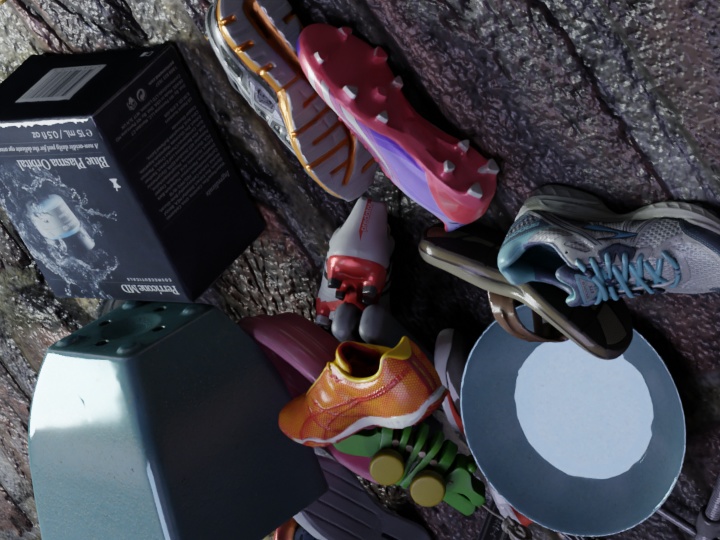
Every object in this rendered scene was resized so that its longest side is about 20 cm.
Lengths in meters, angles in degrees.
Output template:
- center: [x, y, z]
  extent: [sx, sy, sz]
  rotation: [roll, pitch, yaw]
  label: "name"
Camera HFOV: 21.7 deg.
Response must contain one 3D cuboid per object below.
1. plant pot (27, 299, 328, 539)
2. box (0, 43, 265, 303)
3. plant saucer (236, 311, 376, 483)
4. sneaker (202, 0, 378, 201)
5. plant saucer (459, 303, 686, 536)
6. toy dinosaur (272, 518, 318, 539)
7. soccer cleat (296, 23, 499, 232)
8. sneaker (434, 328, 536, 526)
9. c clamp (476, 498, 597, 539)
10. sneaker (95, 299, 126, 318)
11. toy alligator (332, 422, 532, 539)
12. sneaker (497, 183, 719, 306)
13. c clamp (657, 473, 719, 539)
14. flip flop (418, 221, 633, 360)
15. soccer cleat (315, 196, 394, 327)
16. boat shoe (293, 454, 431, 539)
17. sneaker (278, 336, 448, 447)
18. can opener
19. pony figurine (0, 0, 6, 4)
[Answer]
- center: [-0.177, 0.137, 1.663]
  extent: [0.195, 0.195, 0.202]
  rotation: [4, 115, 42]
  label: "plant pot"
- center: [-0.223, -0.084, 1.678]
  extent: [0.196, 0.118, 0.201]
  rotation: [1, 129, 42]
  label: "box"
- center: [-0.032, 0.108, 1.708]
  extent: [0.200, 0.051, 0.201]
  rotation: [41, 163, 15]
  label: "plant saucer"
- center: [-0.055, -0.144, 1.505]
  extent: [0.201, 0.078, 0.077]
  rotation: [57, 155, -14]
  label: "sneaker"
- center: [0.177, 0.116, 1.532]
  extent: [0.200, 0.039, 0.203]
  rotation: [9, 108, 29]
  label: "plant saucer"
- center: [-0.079, 0.296, 1.868]
  extent: [0.200, 0.182, 0.105]
  rotation: [50, 144, -10]
  label: "toy dinosaur"
- center: [0.020, -0.109, 1.467]
  extent: [0.200, 0.067, 0.076]
  rotation: [40, 142, -3]
  label: "soccer cleat"
- center: [0.130, 0.126, 1.616]
  extent: [0.081, 0.077, 0.201]
  rotation: [-20, 116, 22]
  label: "sneaker"
- center: [0.182, 0.282, 1.748]
  extent: [0.170, 0.027, 0.201]
  rotation: [33, 145, 22]
  label: "c clamp"
- center: [-0.211, 0.053, 1.855]
  extent: [0.090, 0.076, 0.201]
  rotation: [25, 148, 7]
  label: "sneaker"
- center: [0.070, 0.167, 1.587]
  extent: [0.199, 0.059, 0.054]
  rotation: [28, 113, -7]
  label: "toy alligator"
- center: [0.192, -0.002, 1.394]
  extent: [0.199, 0.086, 0.078]
  rotation: [9, 132, 37]
  label: "sneaker"
- center: [0.313, 0.180, 1.502]
  extent: [0.170, 0.027, 0.201]
  rotation: [32, 143, 14]
  label: "c clamp"
- center: [0.127, 0.022, 1.475]
  extent: [0.199, 0.081, 0.058]
  rotation: [26, 121, 30]
  label: "flip flop"
- center: [0.000, 0.000, 1.600]
  extent: [0.068, 0.086, 0.200]
  rotation: [14, 164, 3]
  label: "soccer cleat"
- center: [-0.019, 0.240, 1.814]
  extent: [0.200, 0.072, 0.071]
  rotation: [40, 155, -32]
  label: "boat shoe"
- center: [-0.005, 0.093, 1.533]
  extent: [0.199, 0.073, 0.077]
  rotation: [-23, 102, 49]
  label: "sneaker"
- center: [0.033, 0.095, 1.597]
  extent: [0.053, 0.067, 0.200]
  rotation: [4, 158, 29]
  label: "can opener"
- center: [-0.371, -0.310, 1.582]
  extent: [0.192, 0.167, 0.200]
  rotation: [5, 146, 50]
  label: "pony figurine"
